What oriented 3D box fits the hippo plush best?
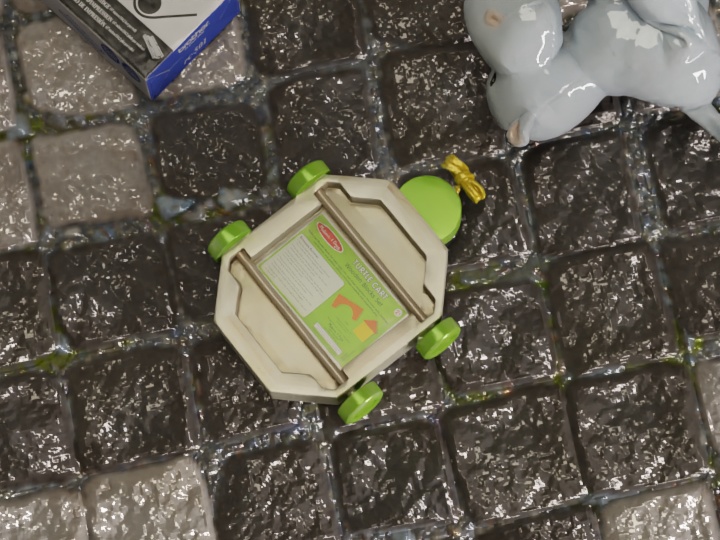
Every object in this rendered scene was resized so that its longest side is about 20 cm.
[{"bbox_3d":[0.157,-0.161,1.428,0.160,0.160,0.201,-19,116,14],"label":"hippo plush"}]

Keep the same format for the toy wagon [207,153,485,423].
[{"bbox_3d":[0.000,0.000,1.420,0.199,0.040,0.155,-38,77,-9],"label":"toy wagon"}]

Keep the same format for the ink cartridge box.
[{"bbox_3d":[-0.188,-0.222,1.485,0.200,0.044,0.094,41,78,12],"label":"ink cartridge box"}]
